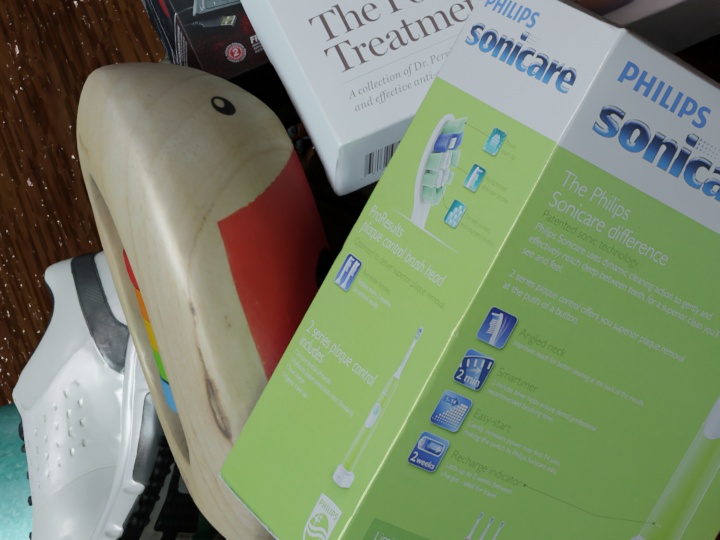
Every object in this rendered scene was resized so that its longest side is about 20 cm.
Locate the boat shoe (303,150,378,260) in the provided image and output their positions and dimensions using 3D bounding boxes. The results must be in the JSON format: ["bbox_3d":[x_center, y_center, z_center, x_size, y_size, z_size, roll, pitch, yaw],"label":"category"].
[{"bbox_3d":[0.000,0.000,0.877,0.075,0.068,0.200,42,94,19],"label":"boat shoe"}]

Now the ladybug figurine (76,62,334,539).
[{"bbox_3d":[-0.047,0.012,0.778,0.136,0.072,0.201,-130,23,-59],"label":"ladybug figurine"}]

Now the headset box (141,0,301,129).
[{"bbox_3d":[-0.034,-0.169,0.847,0.148,0.075,0.200,-23,73,-9],"label":"headset box"}]

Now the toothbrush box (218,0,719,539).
[{"bbox_3d":[0.069,0.024,0.717,0.200,0.145,0.086,-61,34,7],"label":"toothbrush box"}]

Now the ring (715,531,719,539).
[{"bbox_3d":[0.100,0.142,0.794,0.200,0.019,0.201,-26,60,59],"label":"ring"}]

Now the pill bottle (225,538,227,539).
[{"bbox_3d":[-0.022,0.166,0.878,0.112,0.112,0.200,40,114,29],"label":"pill bottle"}]

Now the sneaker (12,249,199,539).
[{"bbox_3d":[-0.111,0.085,0.892,0.080,0.074,0.201,7,78,23],"label":"sneaker"}]

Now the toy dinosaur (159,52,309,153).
[{"bbox_3d":[-0.078,-0.042,0.945,0.088,0.047,0.201,18,92,37],"label":"toy dinosaur"}]

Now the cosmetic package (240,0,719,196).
[{"bbox_3d":[0.049,-0.137,0.773,0.200,0.052,0.151,-24,71,-10],"label":"cosmetic package"}]

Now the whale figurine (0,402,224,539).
[{"bbox_3d":[-0.119,0.109,0.955,0.200,0.104,0.160,-24,77,33],"label":"whale figurine"}]
